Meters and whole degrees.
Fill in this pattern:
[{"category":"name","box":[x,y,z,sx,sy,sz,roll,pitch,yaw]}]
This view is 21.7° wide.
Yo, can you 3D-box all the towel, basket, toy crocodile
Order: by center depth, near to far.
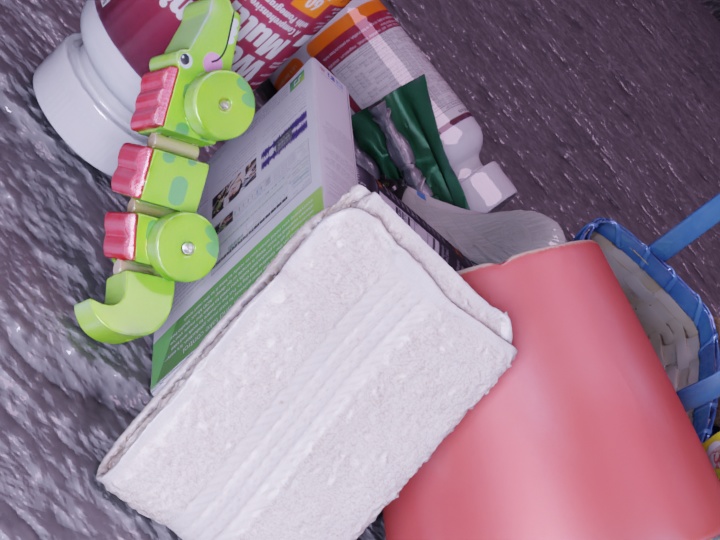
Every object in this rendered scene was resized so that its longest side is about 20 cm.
[{"category":"towel","box":[-0.022,0.068,0.952,0.132,0.200,0.034,42,-4,-19]},{"category":"toy crocodile","box":[-0.108,-0.056,1.031,0.061,0.202,0.067,17,-6,-31]},{"category":"basket","box":[0.186,0.039,1.214,0.139,0.200,0.177,36,44,-15]}]

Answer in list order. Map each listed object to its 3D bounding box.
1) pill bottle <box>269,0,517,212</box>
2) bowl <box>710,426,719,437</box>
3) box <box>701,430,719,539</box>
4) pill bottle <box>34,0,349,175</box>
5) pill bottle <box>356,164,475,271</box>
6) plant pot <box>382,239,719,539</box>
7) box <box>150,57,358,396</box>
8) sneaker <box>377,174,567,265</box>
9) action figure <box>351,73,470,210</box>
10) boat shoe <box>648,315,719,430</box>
[{"category":"pill bottle","box":[0.027,-0.111,1.475,0.200,0.109,0.109,52,20,4]},{"category":"bowl","box":[0.218,0.194,1.314,0.200,0.039,0.202,12,74,-47]},{"category":"box","box":[0.225,0.158,1.099,0.048,0.200,0.118,0,66,-24]},{"category":"pill bottle","box":[-0.098,-0.152,1.131,0.109,0.200,0.110,42,21,-20]},{"category":"pill bottle","box":[0.000,0.000,1.231,0.200,0.106,0.107,40,22,-25]},{"category":"plant pot","box":[0.093,0.087,1.068,0.200,0.199,0.179,-1,74,-65]},{"category":"box","box":[-0.061,-0.022,1.086,0.036,0.144,0.201,38,24,-23]},{"category":"sneaker","box":[0.055,-0.016,1.340,0.073,0.199,0.072,80,32,-45]},{"category":"action figure","box":[0.046,-0.030,1.402,0.201,0.118,0.055,59,20,-7]},{"category":"boat shoe","box":[0.270,0.087,1.283,0.199,0.072,0.065,24,-12,42]}]
